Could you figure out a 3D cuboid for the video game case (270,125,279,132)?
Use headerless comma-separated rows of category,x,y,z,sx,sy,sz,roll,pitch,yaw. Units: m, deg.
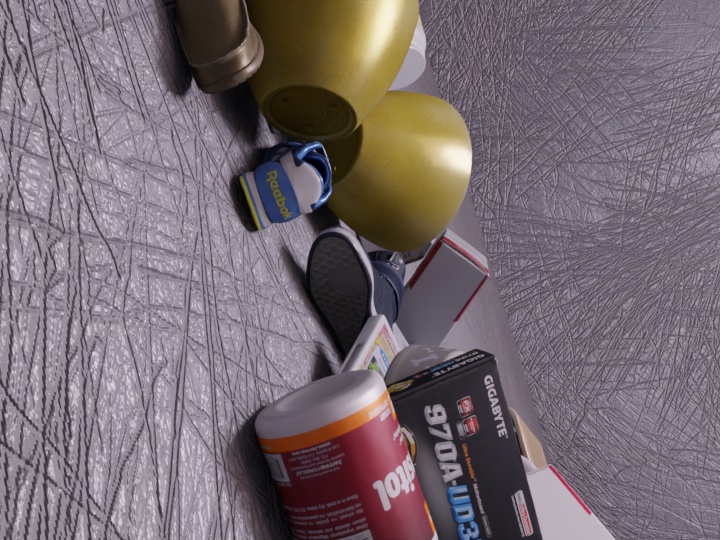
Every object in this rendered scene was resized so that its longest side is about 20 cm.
video game case,-0.103,-0.265,1.075,0.200,0.022,0.184,-48,119,-75

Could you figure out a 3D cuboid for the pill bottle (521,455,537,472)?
pill bottle,0.178,0.339,1.140,0.117,0.114,0.202,-93,180,-48

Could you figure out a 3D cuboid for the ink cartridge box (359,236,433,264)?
ink cartridge box,0.048,-0.091,1.319,0.200,0.086,0.147,-52,122,-75

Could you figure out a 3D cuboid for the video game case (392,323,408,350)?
video game case,0.060,0.191,1.089,0.201,0.045,0.183,58,21,-45

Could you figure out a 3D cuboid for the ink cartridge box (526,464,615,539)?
ink cartridge box,0.210,0.345,0.960,0.145,0.083,0.202,-129,-150,-48

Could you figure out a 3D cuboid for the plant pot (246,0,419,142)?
plant pot,-0.043,-0.221,0.900,0.200,0.197,0.144,50,42,-56

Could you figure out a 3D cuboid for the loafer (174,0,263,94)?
loafer,-0.141,-0.239,0.803,0.068,0.075,0.201,56,11,-46

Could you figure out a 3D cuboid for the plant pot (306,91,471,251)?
plant pot,0.016,-0.135,1.064,0.141,0.199,0.203,12,57,-44

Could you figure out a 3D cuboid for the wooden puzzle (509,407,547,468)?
wooden puzzle,0.256,0.311,1.249,0.185,0.037,0.202,48,21,-58

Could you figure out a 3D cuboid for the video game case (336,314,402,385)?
video game case,0.023,0.180,0.897,0.202,0.023,0.183,65,33,-25

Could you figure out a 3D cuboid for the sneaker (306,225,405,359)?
sneaker,-0.001,0.001,0.996,0.147,0.076,0.204,-75,156,-47

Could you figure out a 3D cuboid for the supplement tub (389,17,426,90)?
supplement tub,0.045,-0.461,1.646,0.145,0.143,0.203,46,29,-60

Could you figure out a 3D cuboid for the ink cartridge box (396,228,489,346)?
ink cartridge box,0.109,0.028,1.221,0.082,0.147,0.200,34,10,3

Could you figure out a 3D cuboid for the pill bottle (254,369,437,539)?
pill bottle,-0.003,0.193,0.702,0.113,0.111,0.203,-40,112,-75

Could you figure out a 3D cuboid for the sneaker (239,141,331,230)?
sneaker,-0.063,-0.095,0.898,0.200,0.081,0.075,-76,143,-70

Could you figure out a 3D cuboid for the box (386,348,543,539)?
box,0.077,0.197,0.826,0.046,0.157,0.203,-163,-125,-71

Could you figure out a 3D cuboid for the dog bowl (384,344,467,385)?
dog bowl,0.093,0.178,0.938,0.199,0.058,0.203,27,59,-55
